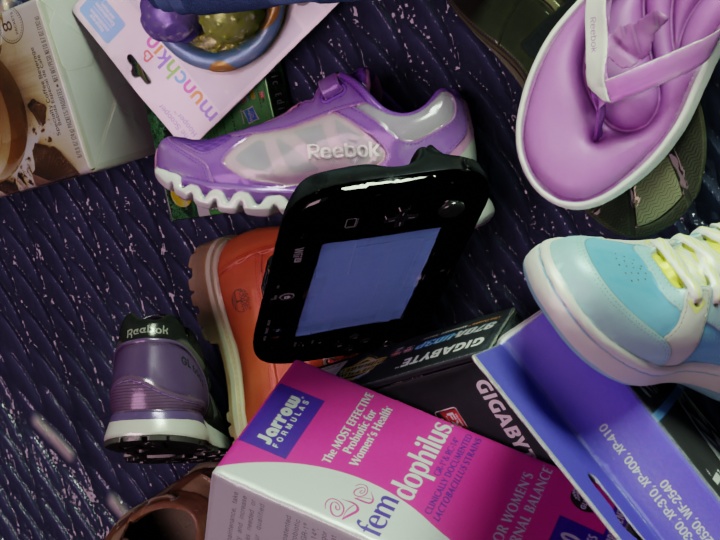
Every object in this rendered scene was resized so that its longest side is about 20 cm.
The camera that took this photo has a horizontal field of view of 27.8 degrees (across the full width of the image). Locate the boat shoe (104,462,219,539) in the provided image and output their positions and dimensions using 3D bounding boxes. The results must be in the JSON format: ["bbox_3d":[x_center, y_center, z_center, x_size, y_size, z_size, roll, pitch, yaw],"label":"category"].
[{"bbox_3d":[-0.149,0.197,1.018,0.076,0.072,0.200,50,126,11],"label":"boat shoe"}]

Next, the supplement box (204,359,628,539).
[{"bbox_3d":[0.027,0.146,0.762,0.200,0.101,0.104,20,130,13],"label":"supplement box"}]

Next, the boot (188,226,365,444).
[{"bbox_3d":[-0.028,0.066,0.895,0.107,0.075,0.200,-17,94,32],"label":"boot"}]

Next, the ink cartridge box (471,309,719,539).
[{"bbox_3d":[0.149,0.098,0.703,0.043,0.200,0.198,-41,81,15],"label":"ink cartridge box"}]

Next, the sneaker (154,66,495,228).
[{"bbox_3d":[-0.021,-0.072,0.830,0.200,0.080,0.089,4,100,15],"label":"sneaker"}]

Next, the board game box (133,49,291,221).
[{"bbox_3d":[-0.097,-0.134,0.904,0.105,0.023,0.201,-5,101,33],"label":"board game box"}]

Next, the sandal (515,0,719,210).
[{"bbox_3d":[0.138,-0.122,0.684,0.082,0.050,0.203,38,96,21],"label":"sandal"}]

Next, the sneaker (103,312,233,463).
[{"bbox_3d":[-0.116,0.074,0.920,0.076,0.200,0.088,-1,78,-4],"label":"sneaker"}]

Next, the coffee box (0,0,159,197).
[{"bbox_3d":[-0.238,-0.107,0.974,0.200,0.080,0.113,-11,99,36],"label":"coffee box"}]

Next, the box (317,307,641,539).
[{"bbox_3d":[0.065,0.129,0.830,0.159,0.046,0.200,-19,113,37],"label":"box"}]

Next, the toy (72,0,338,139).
[{"bbox_3d":[-0.080,-0.172,0.839,0.200,0.047,0.115,-40,87,23],"label":"toy"}]

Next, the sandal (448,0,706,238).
[{"bbox_3d":[0.114,-0.106,0.750,0.080,0.057,0.201,-34,66,11],"label":"sandal"}]

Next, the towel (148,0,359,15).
[{"bbox_3d":[-0.026,-0.196,0.765,0.199,0.049,0.112,-1,89,20],"label":"towel"}]

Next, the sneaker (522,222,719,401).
[{"bbox_3d":[0.172,-0.006,0.670,0.131,0.200,0.080,-42,56,28],"label":"sneaker"}]

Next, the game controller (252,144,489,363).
[{"bbox_3d":[0.000,0.000,0.768,0.200,0.104,0.042,109,140,-61],"label":"game controller"}]
